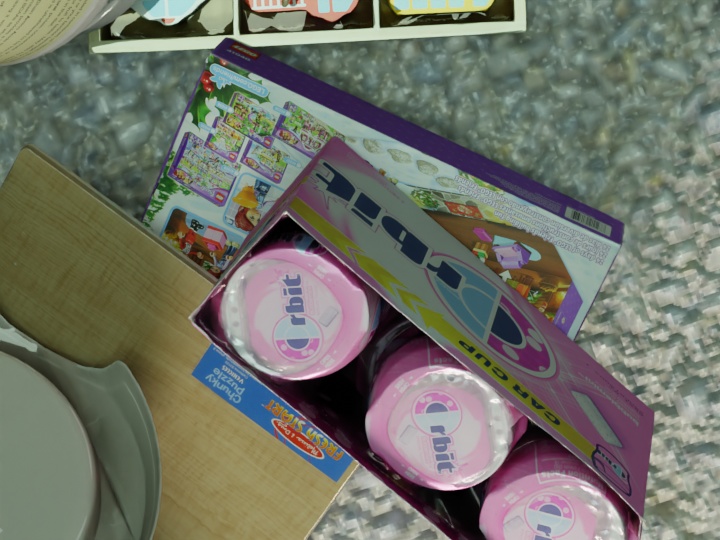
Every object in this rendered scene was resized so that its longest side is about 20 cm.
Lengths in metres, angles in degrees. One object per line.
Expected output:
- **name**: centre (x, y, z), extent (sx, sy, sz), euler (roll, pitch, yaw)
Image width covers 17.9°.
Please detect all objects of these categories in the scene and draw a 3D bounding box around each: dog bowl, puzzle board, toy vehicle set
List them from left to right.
- **dog bowl**: centre (-0.184, 0.100, 0.975), extent (0.199, 0.059, 0.201), euler (3, 56, -4)
- **puzzle board**: centre (-0.098, 0.053, 1.032), extent (0.200, 0.017, 0.151), euler (36, 124, 2)
- **toy vehicle set**: centre (-0.026, -0.164, 1.029), extent (0.199, 0.027, 0.125), euler (-3, 95, 5)

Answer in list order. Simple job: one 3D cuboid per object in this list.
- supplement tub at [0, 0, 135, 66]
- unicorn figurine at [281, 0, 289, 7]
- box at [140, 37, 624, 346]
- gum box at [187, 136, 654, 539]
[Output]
- **supplement tub**: centre (-0.181, -0.156, 0.940), extent (0.144, 0.200, 0.146), euler (3, 97, 27)
- **unicorn figurine**: centre (-0.040, -0.234, 0.959), extent (0.074, 0.137, 0.201), euler (-16, 72, 14)
- **box**: centre (0.000, 0.000, 1.025), extent (0.199, 0.039, 0.137), euler (26, 109, 1)
- **gum box**: centre (0.035, 0.045, 0.952), extent (0.200, 0.114, 0.066), euler (40, 110, -5)
